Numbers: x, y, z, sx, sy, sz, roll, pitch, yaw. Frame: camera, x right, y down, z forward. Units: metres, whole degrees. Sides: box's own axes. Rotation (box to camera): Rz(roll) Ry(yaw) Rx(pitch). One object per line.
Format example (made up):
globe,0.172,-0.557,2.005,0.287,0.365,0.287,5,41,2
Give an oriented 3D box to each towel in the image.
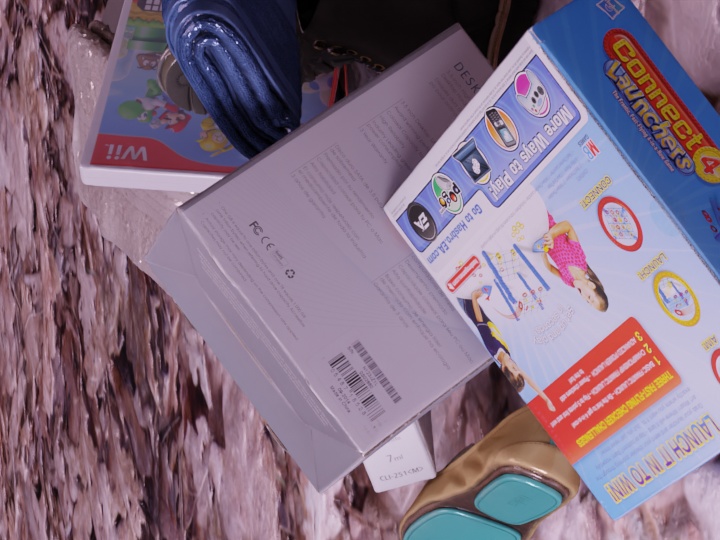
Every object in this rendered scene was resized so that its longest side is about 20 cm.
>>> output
towel,-0.073,-0.161,1.213,0.112,0.048,0.201,57,-159,-44
towel,-0.146,-0.075,1.471,0.200,0.034,0.134,38,135,54

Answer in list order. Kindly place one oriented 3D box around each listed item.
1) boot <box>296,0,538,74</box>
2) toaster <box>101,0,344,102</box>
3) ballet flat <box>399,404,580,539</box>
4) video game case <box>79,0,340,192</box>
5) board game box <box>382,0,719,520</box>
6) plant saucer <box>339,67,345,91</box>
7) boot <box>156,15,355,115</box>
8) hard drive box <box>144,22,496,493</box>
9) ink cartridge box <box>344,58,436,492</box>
boot,0.017,-0.118,1.310,0.078,0.137,0.201,-120,33,-51
toaster,-0.095,-0.130,1.530,0.181,0.118,0.201,127,132,-58
ballet flat,0.081,0.123,1.307,0.200,0.068,0.063,-42,26,61
video game case,-0.083,-0.128,1.381,0.018,0.142,0.201,86,-169,-51
board game box,0.118,-0.003,1.053,0.196,0.056,0.200,53,152,6
plant saucer,-0.047,-0.101,1.631,0.200,0.034,0.202,178,90,-70
boot,-0.087,-0.188,1.366,0.200,0.181,0.073,49,142,30
hard drive box,0.016,-0.008,1.175,0.156,0.199,0.077,53,153,5
ink cartridge box,0.000,0.000,1.341,0.201,0.043,0.174,-93,-15,-50
